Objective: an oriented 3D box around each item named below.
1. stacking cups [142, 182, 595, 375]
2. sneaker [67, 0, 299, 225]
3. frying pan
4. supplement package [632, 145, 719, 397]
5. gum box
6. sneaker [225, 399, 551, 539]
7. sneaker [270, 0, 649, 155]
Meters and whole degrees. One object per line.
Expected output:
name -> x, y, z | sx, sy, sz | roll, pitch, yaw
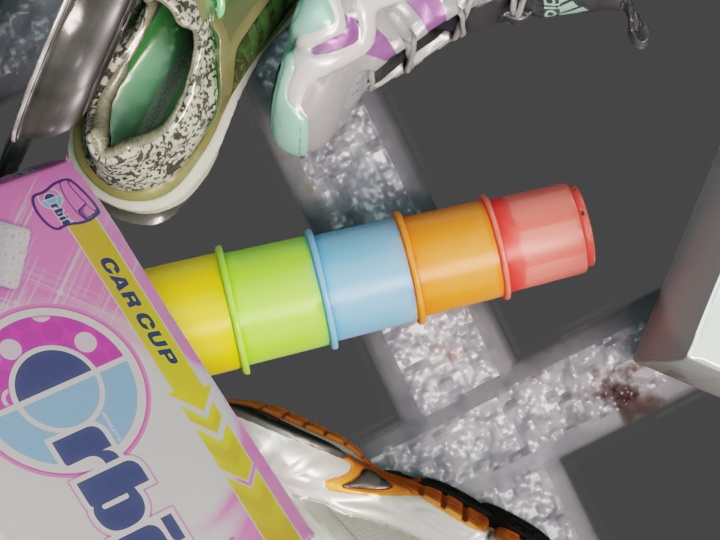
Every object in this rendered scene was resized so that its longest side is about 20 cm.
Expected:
stacking cups -> 0.000, 0.000, 0.889 | 0.199, 0.061, 0.061 | -16, 87, -5
sneaker -> -0.065, -0.116, 0.874 | 0.077, 0.089, 0.201 | 22, 86, 1
frying pan -> -0.120, -0.073, 0.816 | 0.031, 0.115, 0.190 | 23, 125, -6
supplement package -> 0.239, 0.007, 0.839 | 0.199, 0.152, 0.151 | 23, 87, 1
gum box -> -0.124, 0.058, 0.809 | 0.113, 0.066, 0.200 | -24, 72, -35
sneaker -> 0.008, 0.131, 0.876 | 0.199, 0.076, 0.092 | 25, 94, 8
sneaker -> 0.056, -0.118, 0.882 | 0.139, 0.078, 0.201 | 27, 87, 2
